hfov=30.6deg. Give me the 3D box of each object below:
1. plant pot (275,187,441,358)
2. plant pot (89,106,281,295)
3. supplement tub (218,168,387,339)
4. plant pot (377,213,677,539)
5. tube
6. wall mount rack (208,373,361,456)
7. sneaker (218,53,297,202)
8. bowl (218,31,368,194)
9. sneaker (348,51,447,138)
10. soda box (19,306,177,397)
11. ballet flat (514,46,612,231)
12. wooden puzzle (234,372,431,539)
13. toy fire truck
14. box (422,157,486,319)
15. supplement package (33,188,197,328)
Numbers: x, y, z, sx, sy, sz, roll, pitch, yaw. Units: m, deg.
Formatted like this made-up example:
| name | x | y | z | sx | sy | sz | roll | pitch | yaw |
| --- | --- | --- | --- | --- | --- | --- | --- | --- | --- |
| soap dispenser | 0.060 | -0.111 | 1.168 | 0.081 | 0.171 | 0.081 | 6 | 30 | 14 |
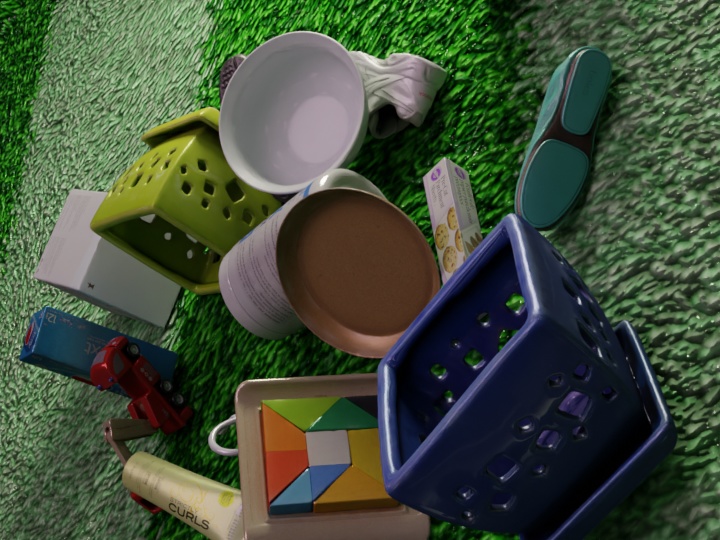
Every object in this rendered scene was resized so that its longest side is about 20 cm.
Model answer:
| name | x | y | z | sx | sy | sz | roll | pitch | yaw |
| --- | --- | --- | --- | --- | --- | --- | --- | --- | --- |
| plant pot | 0.000 | 0.000 | 1.427 | 0.200 | 0.201 | 0.027 | -36 | 5 | 36 |
| plant pot | -0.216 | -0.098 | 1.780 | 0.198 | 0.199 | 0.183 | -9 | 54 | 53 |
| supplement tub | -0.060 | -0.017 | 1.549 | 0.199 | 0.131 | 0.133 | -34 | 42 | 37 |
| plant pot | 0.140 | 0.107 | 1.096 | 0.200 | 0.179 | 0.200 | -50 | 16 | 20 |
| tube | -0.203 | 0.274 | 1.592 | 0.199 | 0.052 | 0.059 | 20 | 124 | 33 |
| wall mount rack | -0.078 | 0.168 | 1.442 | 0.174 | 0.198 | 0.075 | 41 | 144 | 55 |
| sneaker | -0.110 | -0.190 | 1.722 | 0.076 | 0.201 | 0.114 | -31 | 0 | 27 |
| bowl | -0.066 | -0.181 | 1.606 | 0.199 | 0.090 | 0.204 | -5 | 78 | 25 |
| sneaker | 0.019 | -0.214 | 1.628 | 0.199 | 0.077 | 0.100 | 10 | 79 | 58 |
| soda box | -0.356 | 0.118 | 1.797 | 0.064 | 0.198 | 0.069 | -23 | 49 | 56 |
| ballet flat | 0.201 | -0.126 | 1.325 | 0.070 | 0.067 | 0.202 | 154 | 138 | -78 |
| wooden puzzle | -0.031 | 0.189 | 1.330 | 0.037 | 0.183 | 0.201 | 97 | 168 | -49 |
| toy fire truck | -0.290 | 0.200 | 1.718 | 0.049 | 0.200 | 0.141 | -30 | 16 | 40 |
| box | 0.105 | -0.034 | 1.407 | 0.041 | 0.038 | 0.201 | -40 | 39 | 32 |
| supplement package | -0.366 | -0.020 | 1.975 | 0.199 | 0.150 | 0.153 | 9 | 75 | 57 |
